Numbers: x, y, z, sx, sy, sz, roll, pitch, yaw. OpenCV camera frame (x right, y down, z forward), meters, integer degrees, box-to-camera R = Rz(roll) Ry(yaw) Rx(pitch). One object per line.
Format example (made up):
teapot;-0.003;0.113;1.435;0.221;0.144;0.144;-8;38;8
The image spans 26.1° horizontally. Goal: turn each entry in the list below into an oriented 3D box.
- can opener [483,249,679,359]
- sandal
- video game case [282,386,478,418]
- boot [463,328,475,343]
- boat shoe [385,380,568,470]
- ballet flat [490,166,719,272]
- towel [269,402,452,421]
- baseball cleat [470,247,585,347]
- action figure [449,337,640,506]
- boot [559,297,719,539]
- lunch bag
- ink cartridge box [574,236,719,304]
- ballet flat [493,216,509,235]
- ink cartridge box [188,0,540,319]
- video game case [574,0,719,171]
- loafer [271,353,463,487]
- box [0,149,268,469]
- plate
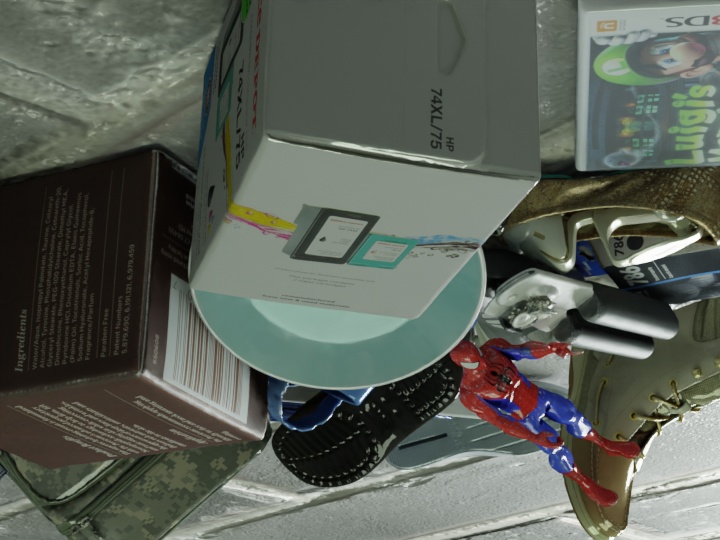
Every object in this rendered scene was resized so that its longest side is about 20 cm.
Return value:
can opener;0.159;0.022;1.127;0.199;0.067;0.053;17;133;-43
sandal;0.001;0.061;1.128;0.199;0.088;0.079;-25;133;33
video game case;0.003;0.103;1.371;0.198;0.024;0.182;7;-179;-13
boot;-0.004;0.045;1.255;0.198;0.073;0.091;-2;155;1
boat shoe;0.118;0.145;1.516;0.198;0.074;0.067;-9;-173;11
ballet flat;0.159;-0.034;1.069;0.198;0.066;0.071;-7;157;20
towel;-0.025;0.130;1.437;0.144;0.024;0.199;-1;176;39
baseball cleat;0.118;0.010;1.196;0.106;0.070;0.200;-18;156;8
action figure;0.147;0.106;1.130;0.200;0.066;0.099;37;162;-30
boot;0.244;0.113;1.250;0.154;0.202;0.072;-16;140;33
lunch bag;-0.195;0.126;1.273;0.200;0.168;0.139;-40;-167;3
ink cartridge box;0.248;-0.011;1.159;0.198;0.040;0.099;-9;156;24
ballet flat;0.006;-0.061;1.021;0.198;0.057;0.067;4;157;-7
ink cartridge box;-0.003;-0.083;0.852;0.145;0.148;0.200;8;156;-14
video game case;0.220;-0.114;0.930;0.180;0.024;0.200;-2;157;7
loafer;0.012;0.107;1.229;0.199;0.071;0.073;-32;102;33
box;-0.187;0.035;1.116;0.198;0.166;0.166;-10;156;25
plate;-0.015;0.000;1.034;0.198;0.026;0.201;0;130;0
